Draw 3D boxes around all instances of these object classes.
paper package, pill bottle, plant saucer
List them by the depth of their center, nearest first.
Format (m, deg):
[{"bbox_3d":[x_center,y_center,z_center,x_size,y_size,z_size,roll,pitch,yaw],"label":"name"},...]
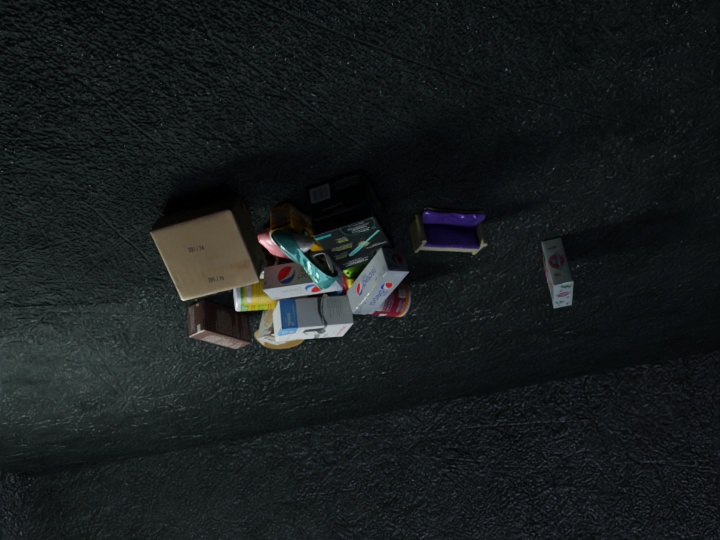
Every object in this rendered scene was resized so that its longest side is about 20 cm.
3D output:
[{"bbox_3d":[-0.336,-0.049,1.393,0.197,0.104,0.193,-15,114,9],"label":"paper package"},{"bbox_3d":[-0.249,0.050,1.710,0.197,0.113,0.111,-3,154,-14],"label":"pill bottle"},{"bbox_3d":[0.045,0.078,1.873,0.197,0.115,0.113,7,150,-30],"label":"pill bottle"},{"bbox_3d":[-0.269,0.232,2.158,0.197,0.036,0.201,-8,154,-4],"label":"plant saucer"}]

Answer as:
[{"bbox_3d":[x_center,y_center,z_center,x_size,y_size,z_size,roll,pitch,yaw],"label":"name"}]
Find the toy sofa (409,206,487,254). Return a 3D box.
[{"bbox_3d":[0.234,-0.100,1.615,0.197,0.084,0.098,2,153,-23],"label":"toy sofa"}]

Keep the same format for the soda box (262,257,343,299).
[{"bbox_3d":[-0.144,0.019,1.562,0.197,0.069,0.064,-8,151,16],"label":"soda box"}]

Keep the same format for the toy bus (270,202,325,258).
[{"bbox_3d":[-0.136,-0.085,1.512,0.064,0.080,0.199,-17,154,26],"label":"toy bus"}]

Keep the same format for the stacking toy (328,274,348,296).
[{"bbox_3d":[0.000,0.000,1.734,0.197,0.117,0.110,-15,159,-15],"label":"stacking toy"}]

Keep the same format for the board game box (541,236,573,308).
[{"bbox_3d":[0.604,0.010,1.899,0.063,0.150,0.200,-13,154,12],"label":"board game box"}]

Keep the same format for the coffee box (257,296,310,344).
[{"bbox_3d":[-0.222,0.148,1.858,0.079,0.116,0.199,21,156,-31],"label":"coffee box"}]

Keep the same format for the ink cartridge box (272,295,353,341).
[{"bbox_3d":[-0.131,0.132,1.692,0.197,0.085,0.145,-3,161,-16],"label":"ink cartridge box"}]

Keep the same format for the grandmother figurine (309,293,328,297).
[{"bbox_3d":[-0.133,0.074,1.866,0.120,0.061,0.200,-23,155,7],"label":"grandmother figurine"}]

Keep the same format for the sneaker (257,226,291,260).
[{"bbox_3d":[-0.185,-0.063,1.577,0.086,0.075,0.200,-8,154,29],"label":"sneaker"}]

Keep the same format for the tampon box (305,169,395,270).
[{"bbox_3d":[-0.020,-0.112,1.448,0.148,0.128,0.200,-17,154,11],"label":"tampon box"}]

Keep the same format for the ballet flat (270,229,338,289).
[{"bbox_3d":[-0.120,-0.039,1.436,0.070,0.068,0.200,-34,121,15],"label":"ballet flat"}]

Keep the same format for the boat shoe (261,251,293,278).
[{"bbox_3d":[-0.226,-0.013,1.640,0.197,0.073,0.065,6,156,-17],"label":"boat shoe"}]

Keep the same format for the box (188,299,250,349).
[{"bbox_3d":[-0.430,0.168,1.898,0.074,0.102,0.199,-22,151,25],"label":"box"}]

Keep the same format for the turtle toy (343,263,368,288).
[{"bbox_3d":[-0.013,-0.033,1.623,0.196,0.148,0.101,-8,-166,-4],"label":"turtle toy"}]

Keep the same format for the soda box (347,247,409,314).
[{"bbox_3d":[0.040,0.028,1.515,0.063,0.069,0.200,3,145,-29],"label":"soda box"}]
